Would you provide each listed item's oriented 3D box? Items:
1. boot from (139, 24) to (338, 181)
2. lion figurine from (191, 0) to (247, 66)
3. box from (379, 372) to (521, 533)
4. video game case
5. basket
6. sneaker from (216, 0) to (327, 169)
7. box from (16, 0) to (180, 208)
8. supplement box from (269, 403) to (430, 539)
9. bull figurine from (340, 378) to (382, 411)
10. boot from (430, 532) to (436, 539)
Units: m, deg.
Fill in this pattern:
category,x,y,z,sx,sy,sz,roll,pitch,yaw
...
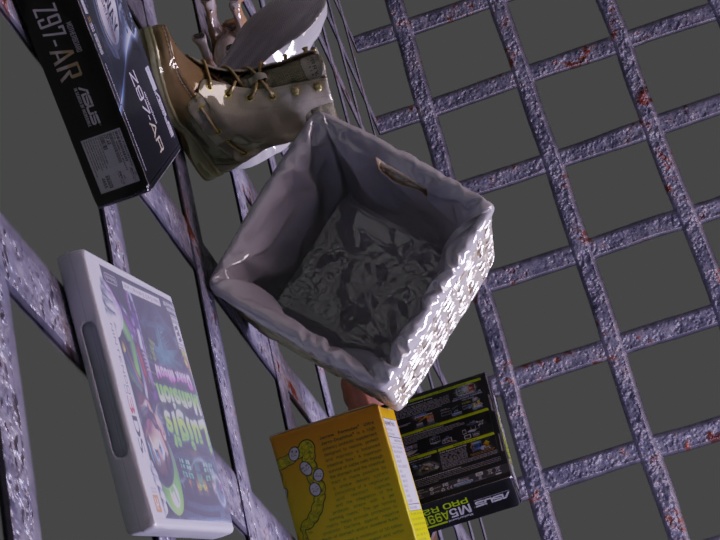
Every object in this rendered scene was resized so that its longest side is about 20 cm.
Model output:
category,x,y,z,sx,sy,sz,roll,pitch,yaw
boot,-0.108,-0.174,1.531,0.200,0.154,0.072,64,10,-54
lion figurine,-0.143,-0.231,1.861,0.201,0.072,0.123,-77,159,-50
box,0.054,0.198,1.696,0.161,0.199,0.044,-101,170,-53
video game case,-0.141,0.090,1.120,0.200,0.023,0.183,46,27,-76
basket,0.000,0.000,1.533,0.197,0.201,0.161,29,-12,17
sneaker,-0.096,-0.200,1.777,0.073,0.200,0.116,23,-30,31
box,-0.197,-0.160,1.229,0.160,0.043,0.201,-81,152,-75
supplement box,0.001,0.236,1.545,0.109,0.109,0.201,41,32,-78
bull figurine,0.024,0.206,2.045,0.121,0.065,0.201,66,10,-71
boot,0.078,0.398,1.879,0.201,0.064,0.187,65,30,-29
